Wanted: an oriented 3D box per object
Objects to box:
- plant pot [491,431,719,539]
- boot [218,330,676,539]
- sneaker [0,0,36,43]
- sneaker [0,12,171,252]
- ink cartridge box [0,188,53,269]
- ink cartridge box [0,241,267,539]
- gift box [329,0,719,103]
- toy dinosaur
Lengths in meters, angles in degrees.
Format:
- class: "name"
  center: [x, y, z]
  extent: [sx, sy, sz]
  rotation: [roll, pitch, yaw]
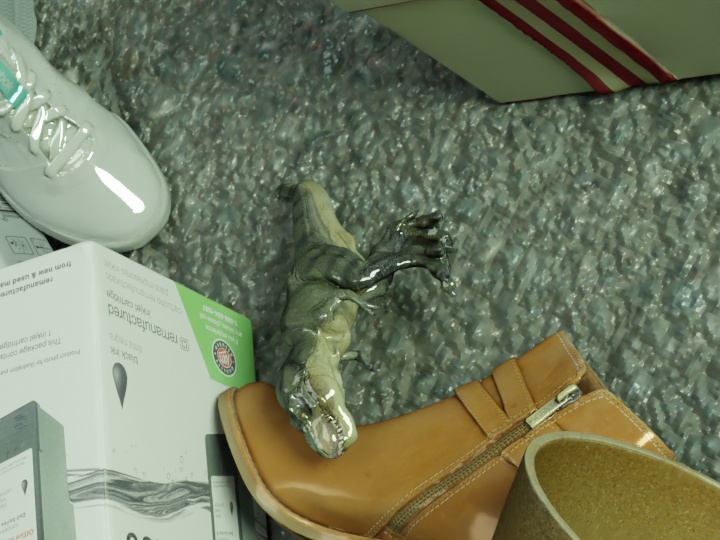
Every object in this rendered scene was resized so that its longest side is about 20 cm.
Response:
- class: "plant pot"
  center: [0.100, 0.197, 0.692]
  extent: [0.186, 0.186, 0.201]
  rotation: [36, 106, 34]
- class: "boot"
  center: [0.036, 0.080, 0.825]
  extent: [0.155, 0.074, 0.200]
  rotation: [-45, 56, 1]
- class: "sneaker"
  center: [-0.236, -0.168, 1.067]
  extent: [0.071, 0.073, 0.202]
  rotation: [-23, 58, 43]
- class: "sneaker"
  center: [-0.183, -0.089, 0.953]
  extent: [0.200, 0.089, 0.075]
  rotation: [43, 79, 6]
- class: "ink cartridge box"
  center: [-0.238, 0.052, 1.013]
  extent: [0.200, 0.057, 0.163]
  rotation: [-53, 54, 30]
- class: "ink cartridge box"
  center: [-0.112, 0.108, 0.849]
  extent: [0.083, 0.145, 0.202]
  rotation: [-16, 67, 23]
- class: "gift box"
  center: [0.082, -0.198, 0.803]
  extent: [0.183, 0.186, 0.202]
  rotation: [-10, 70, 34]
- class: "toy dinosaur"
  center: [0.000, 0.000, 0.852]
  extent: [0.087, 0.048, 0.201]
  rotation: [-15, 36, 8]
